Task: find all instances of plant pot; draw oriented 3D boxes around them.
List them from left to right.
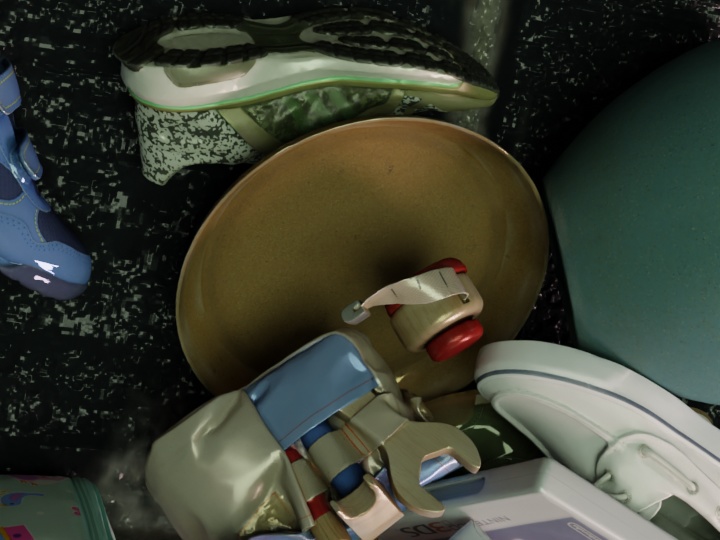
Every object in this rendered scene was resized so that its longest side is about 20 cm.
[{"bbox_3d":[0.000,0.000,0.953,0.199,0.028,0.201,-10,129,-12],"label":"plant pot"},{"bbox_3d":[0.168,-0.016,0.958,0.134,0.200,0.201,-12,109,4],"label":"plant pot"}]

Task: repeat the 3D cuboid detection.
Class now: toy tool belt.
[{"bbox_3d":[-0.002,0.098,0.922,0.199,0.125,0.123,-34,78,5],"label":"toy tool belt"}]

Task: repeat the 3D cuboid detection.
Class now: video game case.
[{"bbox_3d":[0.112,0.166,0.989,0.199,0.182,0.023,33,61,-24],"label":"video game case"}]

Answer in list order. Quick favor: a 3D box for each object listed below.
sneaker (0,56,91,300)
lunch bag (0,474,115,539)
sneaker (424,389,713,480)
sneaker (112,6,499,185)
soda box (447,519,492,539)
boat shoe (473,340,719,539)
[{"bbox_3d":[-0.188,-0.068,0.879,0.082,0.074,0.200,-43,114,-5],"label":"sneaker"},{"bbox_3d":[-0.161,0.213,0.915,0.077,0.160,0.202,1,103,-18],"label":"lunch bag"},{"bbox_3d":[0.119,0.120,1.012,0.199,0.090,0.067,4,136,-20],"label":"sneaker"},{"bbox_3d":[-0.028,-0.081,0.939,0.198,0.077,0.089,-1,122,-14],"label":"sneaker"},{"bbox_3d":[0.078,0.215,0.982,0.068,0.064,0.200,-39,142,-8],"label":"soda box"},{"bbox_3d":[0.142,0.102,0.949,0.199,0.074,0.066,27,61,-14],"label":"boat shoe"}]
